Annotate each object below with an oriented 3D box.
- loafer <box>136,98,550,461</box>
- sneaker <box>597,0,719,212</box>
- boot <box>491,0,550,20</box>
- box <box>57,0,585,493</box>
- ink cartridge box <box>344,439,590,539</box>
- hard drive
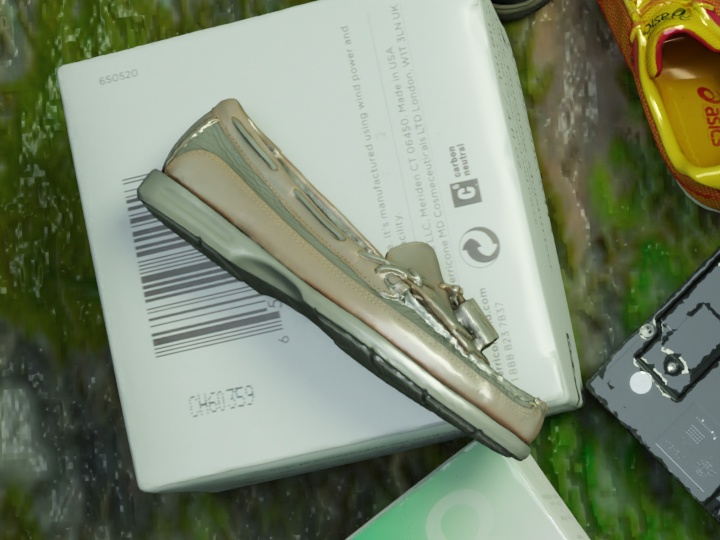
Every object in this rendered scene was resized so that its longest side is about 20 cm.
[{"bbox_3d":[0.000,0.000,0.855,0.200,0.072,0.063,34,84,13],"label":"loafer"},{"bbox_3d":[0.146,-0.125,0.963,0.073,0.077,0.201,-25,71,8],"label":"sneaker"},{"bbox_3d":[0.030,-0.220,0.956,0.073,0.151,0.201,-24,82,7],"label":"boot"},{"bbox_3d":[-0.014,-0.012,0.957,0.199,0.131,0.200,-13,84,8],"label":"box"},{"bbox_3d":[0.057,0.195,0.903,0.161,0.050,0.200,-39,73,14],"label":"ink cartridge box"},{"bbox_3d":[0.221,0.032,0.959,0.140,0.038,0.200,44,94,10],"label":"hard drive"}]
